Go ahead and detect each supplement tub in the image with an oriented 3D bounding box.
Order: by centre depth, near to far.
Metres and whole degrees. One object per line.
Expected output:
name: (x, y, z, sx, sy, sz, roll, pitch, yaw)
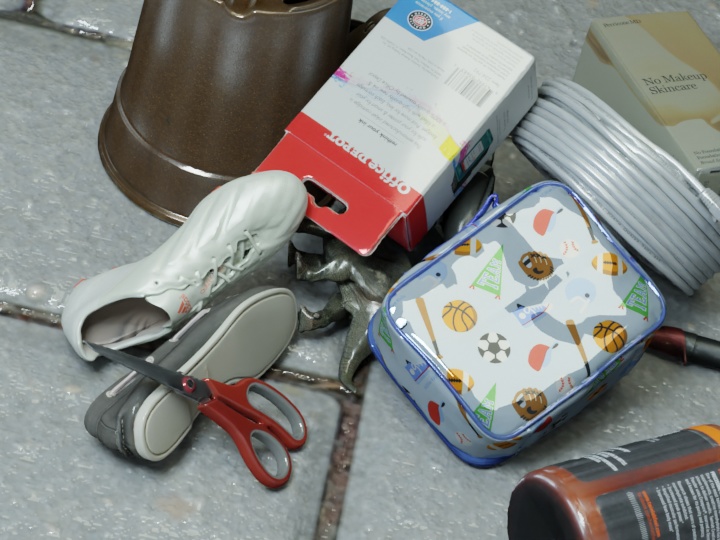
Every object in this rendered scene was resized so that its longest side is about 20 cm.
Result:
supplement tub: (0.206, 0.165, 1.480, 0.199, 0.107, 0.107, -12, 48, -27)

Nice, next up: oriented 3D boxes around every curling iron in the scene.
curling iron: (0.241, 0.060, 1.661, 0.199, 0.026, 0.050, 16, 18, -1)

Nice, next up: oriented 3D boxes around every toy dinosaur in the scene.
toy dinosaur: (0.000, 0.000, 1.625, 0.102, 0.077, 0.200, -3, 41, -8)

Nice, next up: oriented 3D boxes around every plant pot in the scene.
plant pot: (-0.095, -0.165, 1.686, 0.199, 0.199, 0.201, 7, 42, -7)

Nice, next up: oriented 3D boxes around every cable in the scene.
cable: (0.203, -0.064, 1.685, 0.200, 0.069, 0.200, 41, 2, 4)

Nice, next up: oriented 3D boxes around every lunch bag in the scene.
lunch bag: (0.113, 0.032, 1.579, 0.200, 0.076, 0.160, -35, 75, -25)

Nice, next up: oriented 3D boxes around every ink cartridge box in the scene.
ink cartridge box: (0.027, -0.100, 1.615, 0.116, 0.067, 0.200, 35, 74, 19)

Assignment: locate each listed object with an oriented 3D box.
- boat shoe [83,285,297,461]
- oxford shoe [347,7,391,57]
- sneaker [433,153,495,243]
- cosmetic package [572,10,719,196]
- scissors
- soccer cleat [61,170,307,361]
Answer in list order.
boat shoe: (-0.117, 0.063, 1.531, 0.057, 0.067, 0.200, 12, 34, 29)
oxford shoe: (0.024, -0.162, 1.740, 0.072, 0.085, 0.200, -12, 21, -30)
sneaker: (0.059, -0.067, 1.712, 0.088, 0.074, 0.200, 12, 28, -4)
cosmetic package: (0.270, -0.129, 1.842, 0.105, 0.071, 0.200, -9, 47, -24)
scissors: (-0.109, 0.077, 1.476, 0.200, 0.014, 0.073, 39, 45, -30)
soccer cleat: (-0.120, 0.002, 1.541, 0.199, 0.069, 0.078, -31, 29, 5)
